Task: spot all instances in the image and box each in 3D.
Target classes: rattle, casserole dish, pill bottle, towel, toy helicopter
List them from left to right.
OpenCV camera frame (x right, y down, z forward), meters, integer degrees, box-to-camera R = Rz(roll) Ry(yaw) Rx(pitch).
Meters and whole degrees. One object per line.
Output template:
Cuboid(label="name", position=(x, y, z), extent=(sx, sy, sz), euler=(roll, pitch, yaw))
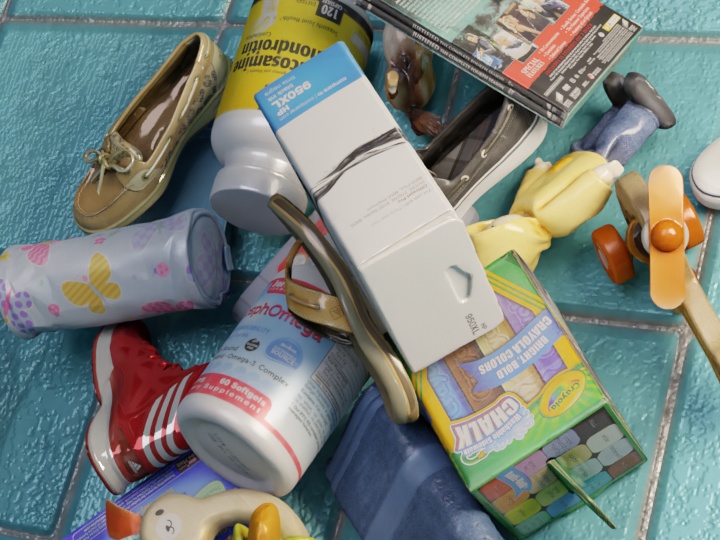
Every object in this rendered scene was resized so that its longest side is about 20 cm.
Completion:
Cuboid(label="rattle", position=(-0.138, 0.203, 1.548), extent=(0.199, 0.143, 0.131), euler=(24, 91, 24))
Cuboid(label="casserole dish", position=(-0.160, -0.055, 1.833), extent=(0.120, 0.039, 0.202), euler=(-2, 64, 23))
Cuboid(label="pill bottle", position=(-0.063, -0.137, 1.781), extent=(0.111, 0.112, 0.201), euler=(3, 63, 25))
Cuboid(label="pill bottle", position=(-0.048, 0.068, 1.624), extent=(0.108, 0.109, 0.201), euler=(18, 58, 30))
Cuboid(label="towel", position=(0.047, 0.186, 1.588), extent=(0.200, 0.048, 0.112), euler=(56, 133, 36))
Cuboid(label="toy helicopter", position=(0.244, 0.008, 1.566), extent=(0.078, 0.132, 0.201), euler=(-25, 63, -3))

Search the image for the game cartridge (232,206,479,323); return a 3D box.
Cuboid(label="game cartridge", position=(0.000, 0.000, 1.737), extent=(0.133, 0.041, 0.200), euler=(38, 84, 29))

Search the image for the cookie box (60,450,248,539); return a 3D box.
Cuboid(label="cookie box", position=(-0.123, 0.256, 1.637), extent=(0.171, 0.075, 0.201), euler=(-35, 56, 2))

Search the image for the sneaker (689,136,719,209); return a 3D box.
Cuboid(label="sneaker", position=(0.344, -0.112, 1.616), extent=(0.199, 0.071, 0.073), euler=(-25, 58, 11))

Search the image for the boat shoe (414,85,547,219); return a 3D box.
Cuboid(label="boat shoe", position=(0.061, -0.075, 1.673), extent=(0.200, 0.066, 0.070), euler=(-40, 43, 10))

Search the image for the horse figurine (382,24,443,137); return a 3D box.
Cuboid(label="horse figurine", position=(0.043, -0.198, 1.778), extent=(0.049, 0.133, 0.202), euler=(-4, 76, 4))

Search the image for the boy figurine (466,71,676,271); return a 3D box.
Cuboid(label="boy figurine", position=(0.159, -0.070, 1.669), extent=(0.200, 0.065, 0.124), euler=(-44, 20, -9))

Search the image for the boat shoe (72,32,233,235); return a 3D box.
Cuboid(label="boat shoe", position=(-0.189, -0.120, 1.818), extent=(0.073, 0.063, 0.201), euler=(31, 81, 32))

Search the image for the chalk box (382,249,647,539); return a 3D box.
Cuboid(label="chalk box", position=(0.126, 0.113, 1.570), extent=(0.123, 0.124, 0.201), euler=(-32, 55, 6))

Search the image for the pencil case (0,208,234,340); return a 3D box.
Cuboid(label="pencil case", position=(-0.207, 0.003, 1.750), extent=(0.198, 0.091, 0.084), euler=(-11, 101, 19))

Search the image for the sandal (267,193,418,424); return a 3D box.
Cuboid(label="sandal", position=(-0.022, 0.032, 1.553), extent=(0.054, 0.080, 0.201), euler=(-29, 83, -4))

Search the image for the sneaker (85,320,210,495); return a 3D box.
Cuboid(label="sneaker", position=(-0.157, 0.096, 1.711), extent=(0.115, 0.079, 0.201), euler=(-22, 37, 12))

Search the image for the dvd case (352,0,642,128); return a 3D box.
Cuboid(label="dvd case", position=(0.112, -0.206, 1.683), extent=(0.199, 0.022, 0.146), euler=(32, 47, 10))

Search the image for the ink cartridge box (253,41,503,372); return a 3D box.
Cuboid(label="ink cartridge box", position=(0.014, -0.047, 1.543), extent=(0.084, 0.145, 0.201), euler=(-30, 50, -1))
